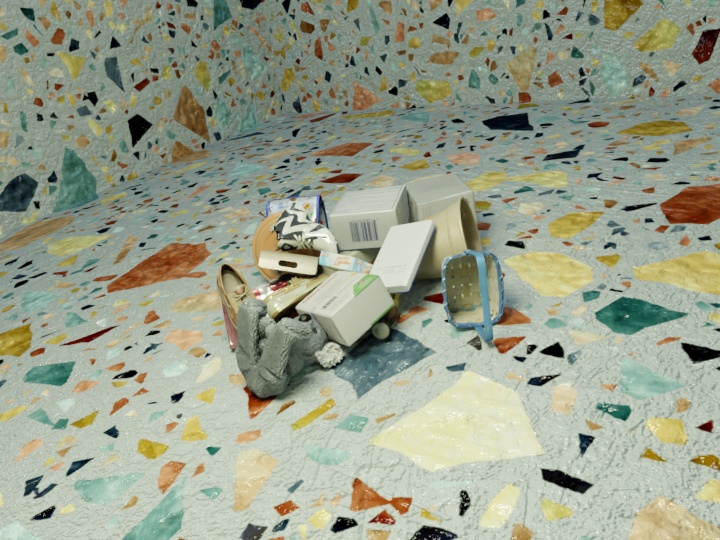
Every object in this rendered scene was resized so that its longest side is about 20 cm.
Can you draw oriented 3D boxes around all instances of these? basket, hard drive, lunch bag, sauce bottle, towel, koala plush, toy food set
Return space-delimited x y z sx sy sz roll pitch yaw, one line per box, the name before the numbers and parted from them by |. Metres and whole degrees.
basket | 0.242 0.039 1.385 0.134 0.182 0.200 -7 13 0
hard drive | 0.092 -0.030 1.529 0.129 0.026 0.203 -8 45 40
lunch bag | -0.176 -0.106 1.834 0.165 0.207 0.124 -4 11 13
sauce bottle | 0.055 0.088 1.498 0.064 0.068 0.201 -6 23 12
towel | -0.231 0.103 1.561 0.194 0.023 0.147 -14 56 -11
koala plush | -0.146 0.160 1.363 0.174 0.190 0.197 21 17 36
toy food set | -0.176 -0.011 1.626 0.139 0.062 0.200 8 2 -3

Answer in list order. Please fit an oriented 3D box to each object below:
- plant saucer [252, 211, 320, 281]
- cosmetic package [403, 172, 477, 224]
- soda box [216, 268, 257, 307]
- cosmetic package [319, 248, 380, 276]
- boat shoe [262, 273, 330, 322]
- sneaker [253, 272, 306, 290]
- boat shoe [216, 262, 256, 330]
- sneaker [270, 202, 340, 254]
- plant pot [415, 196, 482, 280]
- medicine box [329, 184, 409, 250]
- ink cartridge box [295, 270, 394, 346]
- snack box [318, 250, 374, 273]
plant saucer | -0.203 -0.058 1.763 0.194 0.207 0.032 -6 3 11
cosmetic package | 0.224 -0.155 1.822 0.160 0.169 0.201 -13 23 -3
soda box | -0.267 0.097 1.508 0.063 0.069 0.202 -22 58 -21
cosmetic package | -0.007 -0.040 1.774 0.101 0.090 0.198 12 32 39
boat shoe | -0.151 0.050 1.543 0.066 0.075 0.198 43 45 17
sneaker | -0.195 0.064 1.645 0.111 0.078 0.199 3 25 34
boat shoe | -0.270 0.066 1.441 0.075 0.073 0.201 -28 61 -23
sneaker | -0.154 -0.073 1.669 0.129 0.080 0.199 -41 77 -21
plant pot | 0.198 -0.061 1.633 0.179 0.205 0.201 -14 21 22
medicine box | 0.031 -0.145 1.747 0.176 0.106 0.201 -4 24 15
ink cartridge box | -0.039 0.079 1.450 0.144 0.085 0.198 -40 20 -21
snack box | 0.000 0.000 1.610 0.114 0.038 0.198 12 -6 39
